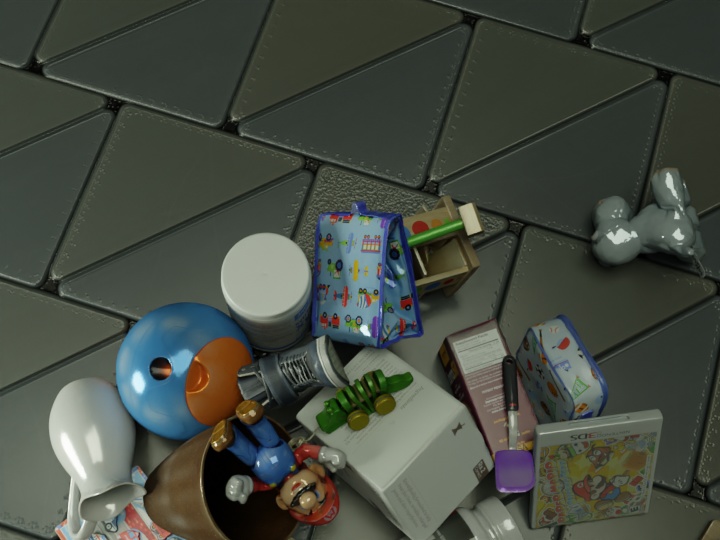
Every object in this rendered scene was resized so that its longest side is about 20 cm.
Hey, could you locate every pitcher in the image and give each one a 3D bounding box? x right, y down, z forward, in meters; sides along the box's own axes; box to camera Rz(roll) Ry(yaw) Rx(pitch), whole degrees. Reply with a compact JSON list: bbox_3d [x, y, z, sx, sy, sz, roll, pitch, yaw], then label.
[{"bbox_3d":[-0.395,0.274,1.504,0.172,0.121,0.200,-47,50,27],"label":"pitcher"}]

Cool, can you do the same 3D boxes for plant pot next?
[{"bbox_3d":[-0.211,0.308,1.452,0.187,0.200,0.187,20,61,-43],"label":"plant pot"}]

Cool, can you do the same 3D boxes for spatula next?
[{"bbox_3d":[0.218,0.217,1.479,0.056,0.021,0.200,1,71,-1],"label":"spatula"}]

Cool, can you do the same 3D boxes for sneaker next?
[{"bbox_3d":[-0.095,0.145,1.404,0.146,0.202,0.077,-22,89,-4],"label":"sneaker"}]

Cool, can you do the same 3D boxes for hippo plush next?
[{"bbox_3d":[0.455,-0.052,1.652,0.161,0.159,0.200,-17,54,24],"label":"hippo plush"}]

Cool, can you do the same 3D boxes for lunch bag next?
[{"bbox_3d":[0.000,0.000,1.494,0.094,0.150,0.200,-14,103,-42],"label":"lunch bag"},{"bbox_3d":[0.296,0.170,1.523,0.075,0.200,0.160,-23,61,-11],"label":"lunch bag"}]

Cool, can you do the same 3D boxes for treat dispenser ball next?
[{"bbox_3d":[-0.255,0.146,1.508,0.200,0.201,0.201,1,72,-2],"label":"treat dispenser ball"}]

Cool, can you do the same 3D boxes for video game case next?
[{"bbox_3d":[0.338,0.290,1.497,0.182,0.200,0.023,-7,36,-4],"label":"video game case"}]

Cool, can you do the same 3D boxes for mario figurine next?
[{"bbox_3d":[-0.098,0.264,1.353,0.200,0.123,0.106,47,35,-19],"label":"mario figurine"}]

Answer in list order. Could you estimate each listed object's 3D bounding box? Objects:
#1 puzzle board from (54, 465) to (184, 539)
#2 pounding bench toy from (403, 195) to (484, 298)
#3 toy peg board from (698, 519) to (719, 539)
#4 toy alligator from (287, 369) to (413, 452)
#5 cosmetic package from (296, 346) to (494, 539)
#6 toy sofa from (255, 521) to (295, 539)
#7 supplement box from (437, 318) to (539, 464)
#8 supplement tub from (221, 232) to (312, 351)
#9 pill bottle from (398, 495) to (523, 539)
[{"bbox_3d":[-0.331,0.410,1.515,0.151,0.017,0.200,-37,76,-13],"label":"puzzle board"},{"bbox_3d":[0.083,-0.033,1.564,0.156,0.200,0.124,-15,73,-22],"label":"pounding bench toy"},{"bbox_3d":[0.554,0.493,1.476,0.200,0.098,0.199,35,74,9],"label":"toy peg board"},{"bbox_3d":[-0.022,0.183,1.400,0.200,0.054,0.059,-30,45,0],"label":"toy alligator"},{"bbox_3d":[0.051,0.242,1.468,0.165,0.165,0.200,-43,46,-14],"label":"cosmetic package"},{"bbox_3d":[-0.175,0.448,1.474,0.200,0.083,0.098,-28,70,-11],"label":"toy sofa"},{"bbox_3d":[0.195,0.189,1.557,0.086,0.110,0.200,-18,73,-8],"label":"supplement box"},{"bbox_3d":[-0.137,0.037,1.548,0.132,0.200,0.132,1,72,-2],"label":"supplement tub"},{"bbox_3d":[0.128,0.411,1.480,0.200,0.114,0.114,-27,75,-11],"label":"pill bottle"}]
